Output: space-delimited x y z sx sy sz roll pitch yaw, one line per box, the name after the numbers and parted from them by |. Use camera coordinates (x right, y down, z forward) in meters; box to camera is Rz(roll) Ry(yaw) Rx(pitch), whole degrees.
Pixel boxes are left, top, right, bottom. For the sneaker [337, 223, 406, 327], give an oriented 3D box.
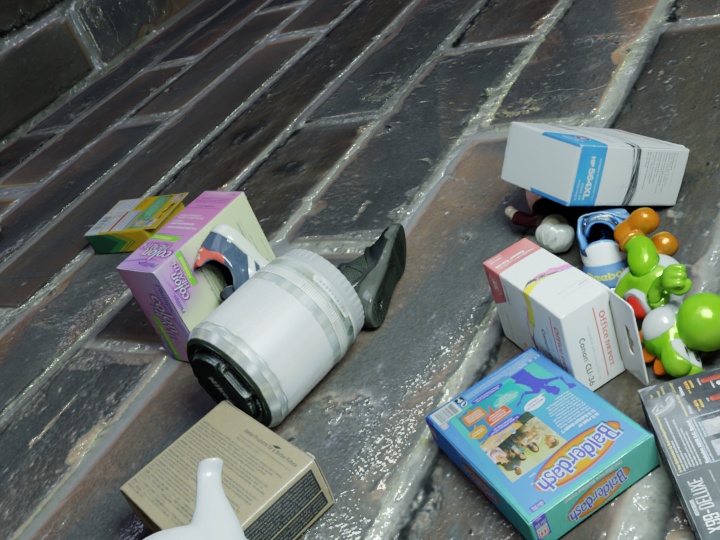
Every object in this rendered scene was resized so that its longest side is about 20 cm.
0.000 0.000 1.260 0.113 0.077 0.200 3 44 23 | sneaker

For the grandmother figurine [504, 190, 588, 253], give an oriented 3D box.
0.265 -0.089 1.233 0.120 0.061 0.201 -16 30 14 | grandmother figurine

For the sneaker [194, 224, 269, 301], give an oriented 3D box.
-0.151 0.025 1.247 0.085 0.199 0.075 -55 7 -20 | sneaker

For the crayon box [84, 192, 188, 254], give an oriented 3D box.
-0.438 -0.094 1.742 0.199 0.052 0.126 -3 36 33 | crayon box

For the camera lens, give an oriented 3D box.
-0.110 0.088 1.120 0.159 0.161 0.200 11 45 45 | camera lens

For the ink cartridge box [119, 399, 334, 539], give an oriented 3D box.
-0.152 0.252 0.980 0.164 0.076 0.199 -38 32 -25 | ink cartridge box

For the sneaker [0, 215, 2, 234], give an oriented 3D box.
-0.882 -0.081 2.012 0.090 0.075 0.200 -30 31 1 | sneaker

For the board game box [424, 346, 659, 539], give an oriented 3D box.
0.180 0.174 0.896 0.151 0.045 0.200 -31 31 -12 | board game box

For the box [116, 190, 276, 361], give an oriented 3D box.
-0.232 0.008 1.315 0.096 0.177 0.200 5 41 40 | box

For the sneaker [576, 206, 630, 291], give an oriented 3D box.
0.314 -0.047 1.110 0.073 0.083 0.201 -14 29 19 | sneaker

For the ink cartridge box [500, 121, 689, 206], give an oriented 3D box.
0.315 -0.143 1.172 0.199 0.085 0.146 -1 19 -29 | ink cartridge box

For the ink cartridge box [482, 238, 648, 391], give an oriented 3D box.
0.226 0.057 0.974 0.067 0.117 0.200 -29 30 -11 | ink cartridge box

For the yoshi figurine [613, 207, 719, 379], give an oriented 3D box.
0.350 0.023 0.948 0.111 0.112 0.201 -1 50 -4 | yoshi figurine

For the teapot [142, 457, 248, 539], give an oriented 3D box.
-0.167 0.313 0.793 0.199 0.199 0.146 -28 29 -20 | teapot

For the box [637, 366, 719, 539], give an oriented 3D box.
0.356 0.166 0.781 0.157 0.050 0.201 -19 31 10 | box
